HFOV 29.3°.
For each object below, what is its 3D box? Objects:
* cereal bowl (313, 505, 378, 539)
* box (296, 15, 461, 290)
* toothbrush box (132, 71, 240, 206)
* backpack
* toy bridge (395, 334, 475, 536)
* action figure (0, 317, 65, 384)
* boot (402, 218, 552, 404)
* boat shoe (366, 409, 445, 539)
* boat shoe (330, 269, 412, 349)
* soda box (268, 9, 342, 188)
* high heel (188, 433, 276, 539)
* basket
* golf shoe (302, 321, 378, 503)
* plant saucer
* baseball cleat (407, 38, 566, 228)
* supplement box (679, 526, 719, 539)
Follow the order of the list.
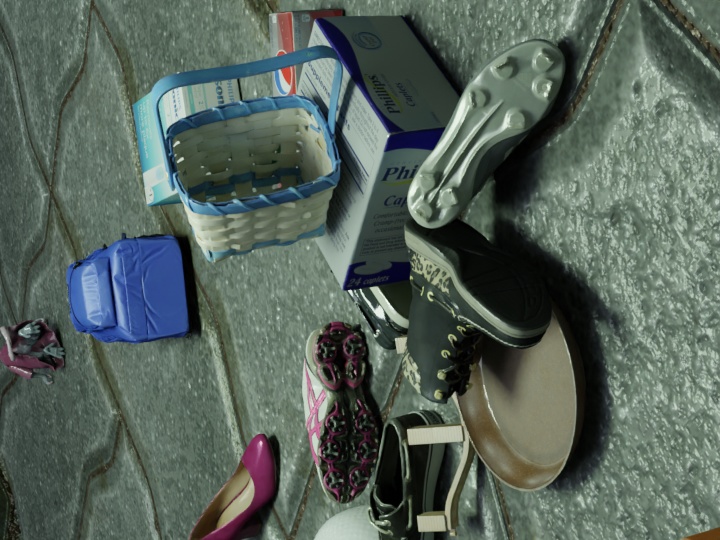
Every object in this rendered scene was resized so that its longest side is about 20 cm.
[{"bbox_3d":[-0.007,0.371,1.554,0.200,0.083,0.202,23,117,58],"label":"cereal bowl"},{"bbox_3d":[0.012,-0.118,1.362,0.184,0.104,0.201,60,146,38],"label":"box"},{"bbox_3d":[-0.227,-0.174,1.838,0.200,0.085,0.148,-11,87,62],"label":"toothbrush box"},{"bbox_3d":[-0.354,0.027,2.056,0.200,0.167,0.164,172,97,-67],"label":"backpack"},{"bbox_3d":[0.080,0.161,1.357,0.067,0.027,0.202,-8,89,29],"label":"toy bridge"},{"bbox_3d":[-0.676,0.172,2.757,0.199,0.148,0.135,-19,86,49],"label":"action figure"},{"bbox_3d":[0.098,0.056,1.217,0.204,0.073,0.155,-135,41,-52],"label":"boot"},{"bbox_3d":[0.037,0.241,1.429,0.071,0.063,0.202,24,113,48],"label":"boat shoe"},{"bbox_3d":[0.002,0.000,1.447,0.200,0.074,0.066,54,131,28],"label":"boat shoe"},{"bbox_3d":[-0.056,-0.185,1.522,0.070,0.063,0.202,17,113,61],"label":"soda box"},{"bbox_3d":[-0.171,0.300,1.838,0.068,0.095,0.201,52,141,44],"label":"high heel"},{"bbox_3d":[-0.105,-0.114,1.286,0.201,0.175,0.140,98,156,-50],"label":"basket"},{"bbox_3d":[-0.026,0.162,1.555,0.092,0.072,0.202,146,123,-67],"label":"golf shoe"},{"bbox_3d":[0.145,0.096,1.239,0.200,0.032,0.202,29,123,58],"label":"plant saucer"},{"bbox_3d":[0.110,-0.127,1.207,0.070,0.106,0.200,42,115,1],"label":"baseball cleat"},{"bbox_3d":[0.303,0.234,0.929,0.200,0.068,0.067,20,116,62],"label":"supplement box"}]
